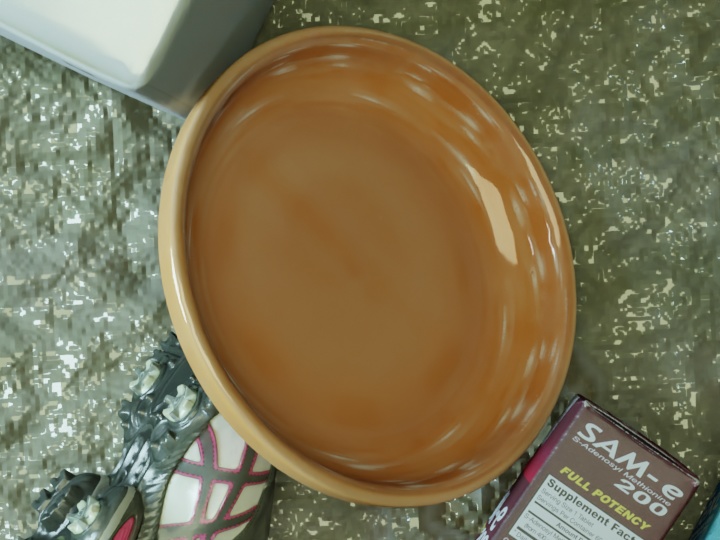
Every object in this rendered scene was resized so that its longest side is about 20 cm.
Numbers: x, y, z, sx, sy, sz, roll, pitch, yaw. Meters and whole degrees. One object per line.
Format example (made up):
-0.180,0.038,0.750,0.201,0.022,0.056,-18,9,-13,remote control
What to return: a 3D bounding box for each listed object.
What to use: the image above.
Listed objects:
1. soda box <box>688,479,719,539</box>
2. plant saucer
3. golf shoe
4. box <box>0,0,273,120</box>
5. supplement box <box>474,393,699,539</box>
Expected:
0.196,0.074,1.216,0.068,0.064,0.200,27,91,3,soda box
0.000,0.000,1.194,0.200,0.037,0.201,11,71,-32,plant saucer
-0.065,0.084,1.235,0.088,0.077,0.200,40,89,-24,golf shoe
-0.121,-0.178,1.164,0.200,0.199,0.172,25,91,4,box
0.058,0.149,1.200,0.061,0.109,0.200,35,91,3,supplement box
